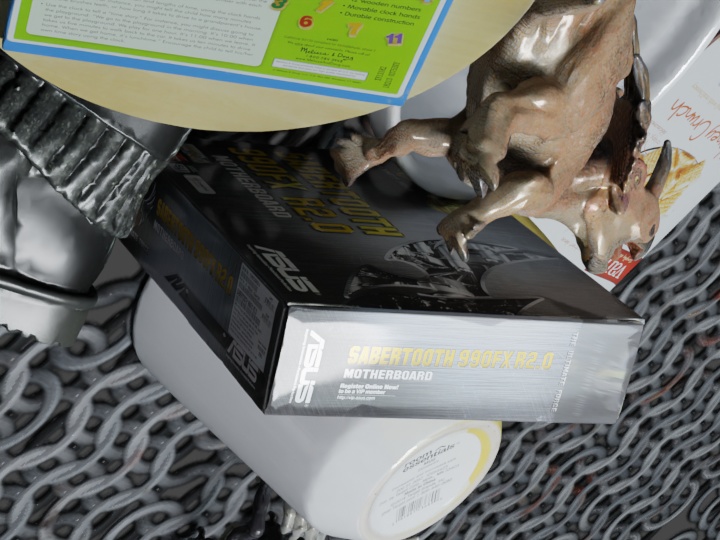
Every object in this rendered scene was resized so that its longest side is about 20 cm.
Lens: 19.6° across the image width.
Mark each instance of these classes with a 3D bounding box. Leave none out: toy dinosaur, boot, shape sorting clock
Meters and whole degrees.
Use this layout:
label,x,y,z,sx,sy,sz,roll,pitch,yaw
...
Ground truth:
label,x,y,z,sx,sy,sz,roll,pitch,yaw
toy dinosaur,0.074,-0.072,0.787,0.135,0.086,0.200,-26,156,-23
boot,-0.151,-0.076,0.751,0.211,0.079,0.158,22,103,-38
shape sorting clock,-0.035,-0.113,0.653,0.200,0.039,0.200,-1,147,-1

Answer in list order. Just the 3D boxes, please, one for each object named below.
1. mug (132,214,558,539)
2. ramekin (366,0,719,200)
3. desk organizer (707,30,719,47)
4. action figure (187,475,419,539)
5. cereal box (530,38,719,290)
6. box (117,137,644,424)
label,x,y,z,sx,sy,sz,roll,pitch,yaw
mug,0.003,0.037,1.014,0.187,0.153,0.149,-47,149,11
ramekin,0.067,-0.138,0.897,0.200,0.105,0.200,-28,149,-19
desk organizer,0.197,-0.196,1.003,0.200,0.072,0.077,-40,149,0
action figure,-0.016,0.116,1.157,0.119,0.102,0.200,11,126,-40
cereal box,0.165,-0.077,1.160,0.200,0.040,0.144,-47,150,12
box,0.000,0.000,0.874,0.158,0.200,0.048,3,111,-25
